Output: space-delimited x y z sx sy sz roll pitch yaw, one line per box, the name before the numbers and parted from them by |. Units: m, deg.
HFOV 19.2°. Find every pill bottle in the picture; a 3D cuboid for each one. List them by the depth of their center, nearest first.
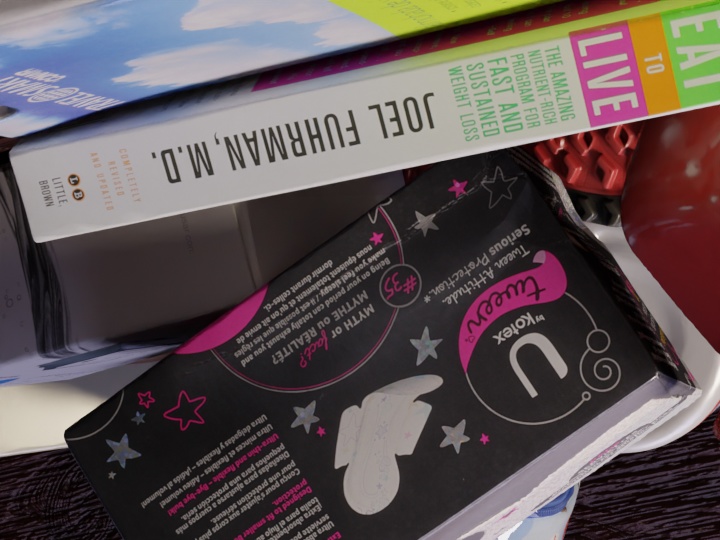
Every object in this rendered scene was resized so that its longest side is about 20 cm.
pill bottle | 0.145 0.015 1.022 0.112 0.112 0.200 -14 -178 24

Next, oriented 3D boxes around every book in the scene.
book | 0.020 -0.059 0.577 0.200 0.048 0.134 -10 -164 16

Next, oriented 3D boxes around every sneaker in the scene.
sneaker | 0.093 -0.062 0.916 0.200 0.079 0.095 -5 -169 39

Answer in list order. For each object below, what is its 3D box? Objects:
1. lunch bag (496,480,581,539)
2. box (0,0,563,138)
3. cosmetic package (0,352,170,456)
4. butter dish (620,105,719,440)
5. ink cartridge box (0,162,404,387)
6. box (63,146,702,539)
lunch bag | 0.001 0.084 0.979 0.200 0.076 0.160 14 -160 8
box | -0.011 -0.077 0.471 0.200 0.048 0.122 -13 176 12
cosmetic package | -0.152 0.036 1.067 0.200 0.087 0.103 -7 -166 -21
butter dish | 0.149 -0.055 0.682 0.200 0.148 0.199 -53 -179 -6
ink cartridge box | -0.096 -0.008 0.898 0.200 0.086 0.146 -14 175 29
box | 0.015 0.057 0.817 0.200 0.115 0.132 -35 165 10
